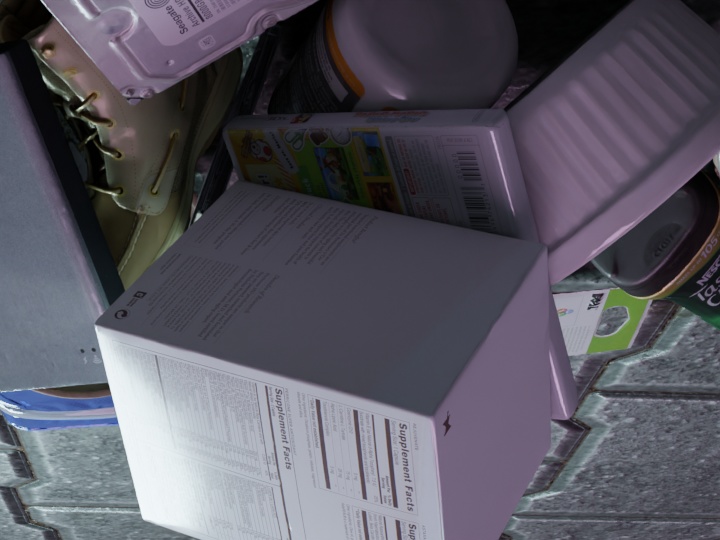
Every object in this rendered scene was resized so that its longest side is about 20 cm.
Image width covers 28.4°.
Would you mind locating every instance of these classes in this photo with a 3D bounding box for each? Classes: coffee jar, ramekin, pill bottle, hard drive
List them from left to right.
[{"bbox_3d":[-0.215,-0.025,0.819,0.139,0.033,0.201,-7,114,25],"label":"hard drive"},{"bbox_3d":[-0.067,-0.177,0.730,0.199,0.038,0.140,-28,150,4],"label":"hard drive"},{"bbox_3d":[0.007,-0.103,0.886,0.115,0.117,0.200,9,155,-19],"label":"pill bottle"},{"bbox_3d":[0.142,-0.083,0.857,0.094,0.202,0.202,49,142,-3],"label":"ramekin"},{"bbox_3d":[0.255,-0.018,1.071,0.199,0.085,0.105,18,117,-44],"label":"coffee jar"}]

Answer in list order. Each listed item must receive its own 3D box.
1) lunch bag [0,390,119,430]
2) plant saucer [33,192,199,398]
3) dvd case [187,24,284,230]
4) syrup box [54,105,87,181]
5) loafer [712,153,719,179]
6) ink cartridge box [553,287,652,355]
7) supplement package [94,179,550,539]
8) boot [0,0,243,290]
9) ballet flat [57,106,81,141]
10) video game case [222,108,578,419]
[{"bbox_3d":[-0.218,0.054,1.194,0.198,0.137,0.133,-3,156,-1],"label":"lunch bag"},{"bbox_3d":[-0.205,-0.001,1.069,0.199,0.202,0.029,10,-165,-21],"label":"plant saucer"},{"bbox_3d":[-0.098,-0.054,0.952,0.016,0.150,0.200,19,152,-6],"label":"dvd case"},{"bbox_3d":[-0.237,-0.077,0.884,0.081,0.079,0.201,-12,124,29],"label":"syrup box"},{"bbox_3d":[0.301,-0.069,1.028,0.199,0.063,0.072,28,109,-41],"label":"loafer"},{"bbox_3d":[0.136,0.018,1.198,0.198,0.076,0.148,-5,155,-2],"label":"ink cartridge box"},{"bbox_3d":[-0.013,0.066,0.792,0.199,0.152,0.152,13,130,25],"label":"supplement package"},{"bbox_3d":[-0.159,-0.085,0.838,0.072,0.201,0.155,14,166,38],"label":"boot"},{"bbox_3d":[-0.160,-0.083,0.973,0.068,0.068,0.200,-26,140,18],"label":"ballet flat"},{"bbox_3d":[0.025,-0.002,0.839,0.181,0.023,0.201,3,126,32],"label":"video game case"}]
